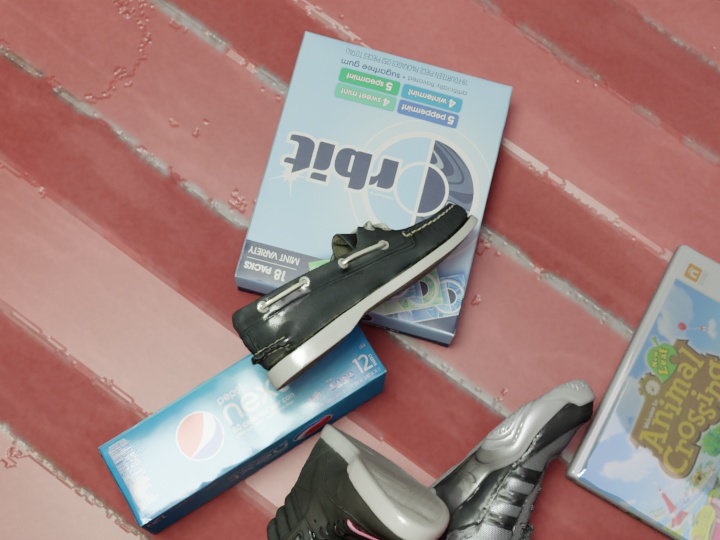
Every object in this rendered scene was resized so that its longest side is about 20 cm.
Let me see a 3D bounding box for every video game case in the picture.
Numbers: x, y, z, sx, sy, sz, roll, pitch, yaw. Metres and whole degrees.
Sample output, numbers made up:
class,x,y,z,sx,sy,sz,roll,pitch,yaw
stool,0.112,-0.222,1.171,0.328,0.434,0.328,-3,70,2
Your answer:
class,x,y,z,sx,sy,sz,roll,pitch,yaw
video game case,0.274,0.109,0.906,0.180,0.022,0.202,29,76,5

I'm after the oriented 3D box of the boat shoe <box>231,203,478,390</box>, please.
class,x,y,z,sx,sy,sz,roll,pitch,yaw
boat shoe,0.000,0.000,0.831,0.199,0.076,0.061,-37,87,-35

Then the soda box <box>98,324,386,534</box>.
class,x,y,z,sx,sy,sz,roll,pitch,yaw
soda box,-0.080,0.104,0.868,0.198,0.068,0.065,-31,76,-10

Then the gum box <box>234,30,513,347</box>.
class,x,y,z,sx,sy,sz,roll,pitch,yaw
gum box,0.012,-0.063,0.929,0.167,0.045,0.203,15,76,1

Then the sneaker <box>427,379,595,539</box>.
class,x,y,z,sx,sy,sz,roll,pitch,yaw
sneaker,0.109,0.174,0.857,0.199,0.076,0.114,-40,80,-6

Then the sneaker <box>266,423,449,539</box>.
class,x,y,z,sx,sy,sz,roll,pitch,yaw
sneaker,-0.006,0.172,0.800,0.070,0.200,0.100,30,87,-16
